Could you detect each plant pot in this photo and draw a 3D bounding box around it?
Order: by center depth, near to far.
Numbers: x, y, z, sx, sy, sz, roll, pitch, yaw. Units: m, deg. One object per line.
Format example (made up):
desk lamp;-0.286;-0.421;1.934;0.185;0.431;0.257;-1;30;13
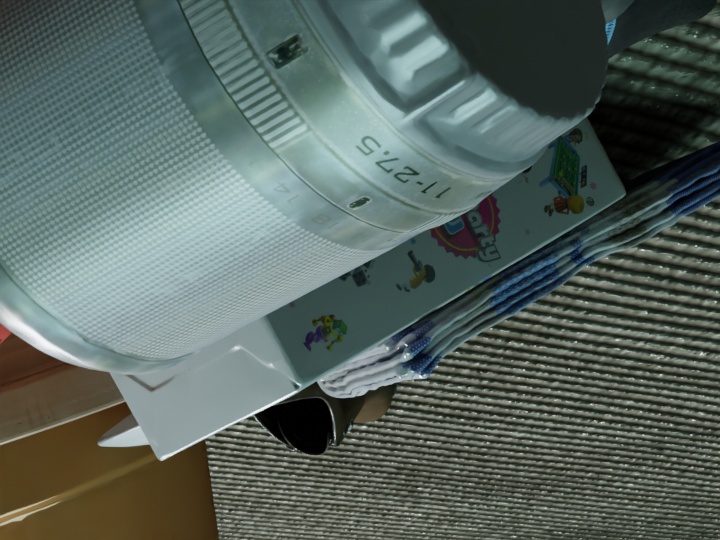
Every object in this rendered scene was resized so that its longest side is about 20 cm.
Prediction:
plant pot;-0.153;0.024;1.208;0.200;0.093;0.201;-20;-177;1
plant pot;-0.160;0.143;1.326;0.200;0.140;0.200;-21;-177;1

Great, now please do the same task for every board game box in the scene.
board game box;0.000;0.000;1.085;0.200;0.064;0.147;-29;-179;-34

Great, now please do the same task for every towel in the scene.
towel;0.077;0.003;1.148;0.200;0.024;0.147;-31;-177;-19

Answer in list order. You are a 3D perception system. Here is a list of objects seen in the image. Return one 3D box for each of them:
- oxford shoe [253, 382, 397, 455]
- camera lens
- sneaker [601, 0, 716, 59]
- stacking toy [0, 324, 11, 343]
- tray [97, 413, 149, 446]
oxford shoe;-0.031;0.078;1.499;0.072;0.085;0.200;-11;164;22
camera lens;-0.042;-0.069;0.776;0.200;0.160;0.160;-28;153;29
sneaker;0.046;-0.087;0.933;0.082;0.073;0.200;11;161;-43
stacking toy;-0.201;0.014;0.974;0.146;0.200;0.146;33;166;9
tray;-0.040;0.038;1.254;0.107;0.022;0.200;-23;-170;48
